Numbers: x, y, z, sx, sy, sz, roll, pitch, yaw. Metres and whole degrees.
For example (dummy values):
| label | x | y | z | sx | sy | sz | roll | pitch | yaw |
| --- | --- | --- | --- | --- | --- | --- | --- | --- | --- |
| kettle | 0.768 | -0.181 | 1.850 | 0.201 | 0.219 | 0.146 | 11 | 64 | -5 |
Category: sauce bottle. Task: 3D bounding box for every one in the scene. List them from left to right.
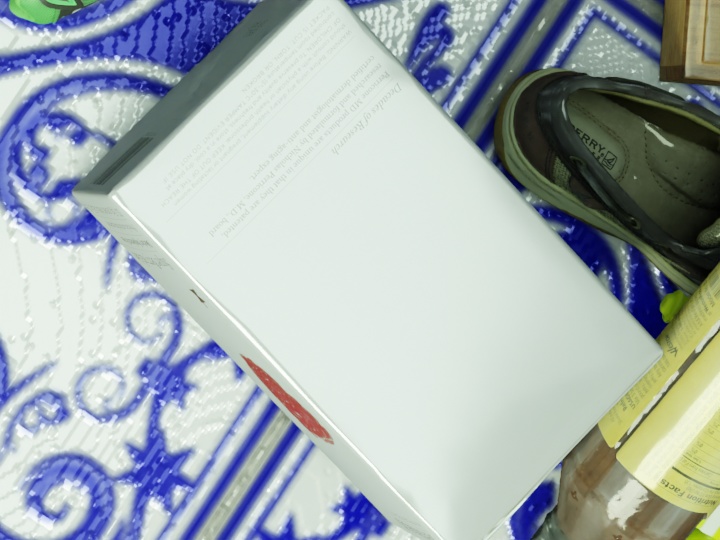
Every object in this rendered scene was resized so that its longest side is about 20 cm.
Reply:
| label | x | y | z | sx | sy | sz | roll | pitch | yaw |
| --- | --- | --- | --- | --- | --- | --- | --- | --- | --- |
| sauce bottle | 0.124 | 0.069 | 1.099 | 0.065 | 0.065 | 0.200 | 33 | 115 | -12 |

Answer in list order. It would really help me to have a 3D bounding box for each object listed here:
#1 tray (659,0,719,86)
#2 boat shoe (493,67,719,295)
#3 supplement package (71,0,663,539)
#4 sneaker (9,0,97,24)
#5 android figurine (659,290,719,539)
| label | x | y | z | sx | sy | sz | roll | pitch | yaw |
| --- | --- | --- | --- | --- | --- | --- | --- | --- | --- |
| tray | 0.233 | -0.124 | 1.184 | 0.199 | 0.037 | 0.099 | 4 | 91 | -13 |
| boat shoe | 0.151 | -0.026 | 1.154 | 0.199 | 0.065 | 0.073 | 22 | 86 | -14 |
| supplement package | 0.000 | 0.000 | 1.091 | 0.120 | 0.121 | 0.200 | -45 | 101 | -8 |
| sneaker | -0.162 | -0.182 | 1.067 | 0.085 | 0.078 | 0.200 | -44 | 101 | -7 |
| android figurine | 0.199 | 0.072 | 1.154 | 0.200 | 0.041 | 0.182 | 28 | 114 | -15 |
